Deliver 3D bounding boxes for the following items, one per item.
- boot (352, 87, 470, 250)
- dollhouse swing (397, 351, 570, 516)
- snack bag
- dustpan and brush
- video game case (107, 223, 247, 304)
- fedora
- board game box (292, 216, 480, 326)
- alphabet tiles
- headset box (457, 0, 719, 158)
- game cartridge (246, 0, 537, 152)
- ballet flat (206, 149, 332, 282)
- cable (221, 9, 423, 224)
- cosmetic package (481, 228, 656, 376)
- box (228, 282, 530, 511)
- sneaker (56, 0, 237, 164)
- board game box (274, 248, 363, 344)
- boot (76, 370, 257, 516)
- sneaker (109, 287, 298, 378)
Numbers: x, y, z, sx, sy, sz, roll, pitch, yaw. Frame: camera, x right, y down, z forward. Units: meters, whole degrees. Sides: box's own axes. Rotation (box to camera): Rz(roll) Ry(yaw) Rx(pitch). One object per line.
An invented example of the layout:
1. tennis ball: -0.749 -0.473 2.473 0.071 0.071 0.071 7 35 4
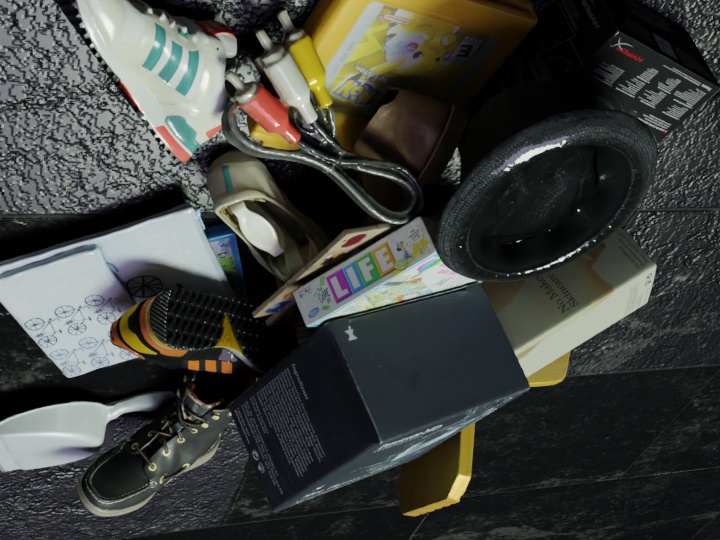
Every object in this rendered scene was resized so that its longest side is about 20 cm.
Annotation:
1. boot: 0.024 -0.085 0.976 0.075 0.074 0.201 23 144 -4
2. dollhouse swing: 0.139 0.169 1.263 0.179 0.178 0.200 -1 162 -22
3. snack bag: -0.217 0.024 1.053 0.198 0.022 0.189 -18 145 0
4. dustpan and brush: -0.298 0.166 1.230 0.197 0.058 0.140 -4 156 -8
5. video game case: -0.210 0.023 1.091 0.197 0.018 0.144 -13 145 -7
6. fedora: 0.135 -0.080 0.900 0.198 0.092 0.201 -13 148 -8
7. board game box: 0.044 0.007 1.019 0.134 0.035 0.199 -30 165 21
8. alphabet tiles: 0.000 0.000 1.020 0.166 0.008 0.200 -11 162 -39
9. headset box: 0.185 -0.139 0.989 0.148 0.078 0.200 15 135 -38
10. game cartridge: 0.022 -0.159 0.927 0.175 0.033 0.200 8 138 -33
11. ballet flat: -0.074 -0.028 1.021 0.069 0.070 0.200 -27 139 14
12. cable: -0.028 -0.095 0.869 0.200 0.050 0.097 46 71 -21
13. cosmetic package: 0.189 0.026 1.153 0.199 0.105 0.071 -30 148 -16
14. box: 0.015 0.119 1.068 0.195 0.118 0.200 -13 161 -40
15. sneaker: -0.145 -0.168 0.823 0.093 0.070 0.200 -37 143 -5
16. board game box: 0.018 0.033 1.181 0.197 0.047 0.152 -15 146 -5
17. boot: -0.202 0.174 1.216 0.199 0.073 0.151 -20 154 -49
18. sneaker: -0.146 0.063 1.081 0.089 0.071 0.199 -14 159 37
